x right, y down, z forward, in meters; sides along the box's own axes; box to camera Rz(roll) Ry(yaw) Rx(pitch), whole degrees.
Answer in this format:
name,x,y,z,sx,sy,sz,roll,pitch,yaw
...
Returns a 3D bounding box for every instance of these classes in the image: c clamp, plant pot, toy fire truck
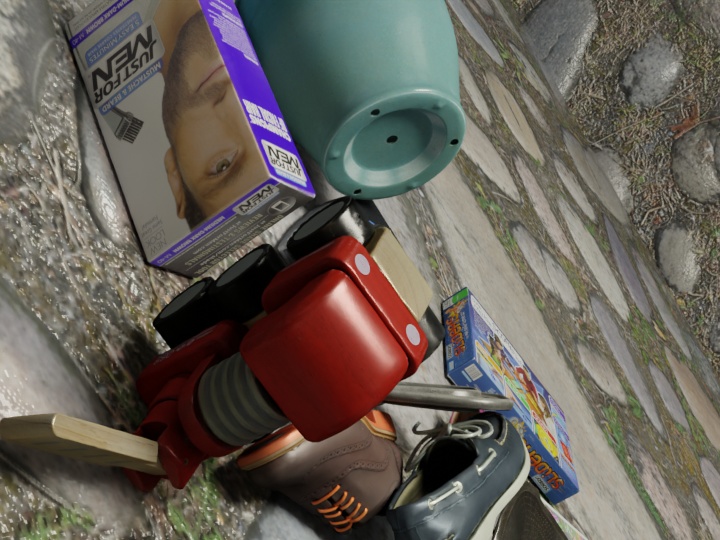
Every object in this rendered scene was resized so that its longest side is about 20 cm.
name,x,y,z,sx,sy,sz,roll,pitch,yaw
c clamp,0.032,0.090,0.947,0.200,0.168,0.028,27,65,-79
plant pot,0.002,-0.176,1.128,0.199,0.199,0.190,34,29,-50
toy fire truck,-0.072,0.058,0.665,0.129,0.175,0.201,53,34,-15

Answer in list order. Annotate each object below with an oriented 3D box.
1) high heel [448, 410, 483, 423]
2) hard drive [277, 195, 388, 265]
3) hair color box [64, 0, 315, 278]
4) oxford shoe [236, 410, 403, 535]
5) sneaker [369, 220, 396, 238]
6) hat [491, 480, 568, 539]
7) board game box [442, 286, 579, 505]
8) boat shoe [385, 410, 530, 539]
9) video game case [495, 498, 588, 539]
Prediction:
name,x,y,z,sx,sy,sz,roll,pitch,yaw
high heel,0.084,0.145,1.047,0.200,0.066,0.097,22,50,-68
hard drive,0.000,0.000,1.106,0.136,0.042,0.200,57,19,-5
hair color box,-0.120,-0.111,0.869,0.065,0.109,0.202,19,43,-61
oxford shoe,-0.014,0.134,0.831,0.199,0.070,0.074,14,53,-65
sneaker,0.000,0.000,0.936,0.077,0.111,0.200,54,34,-6
hat,0.101,0.258,0.906,0.200,0.080,0.204,39,43,-49
board game box,0.155,0.129,1.314,0.201,0.034,0.136,51,20,-23
boat shoe,0.064,0.140,0.876,0.063,0.074,0.200,65,31,-11
video game case,0.180,0.274,1.186,0.200,0.018,0.144,44,25,-38
